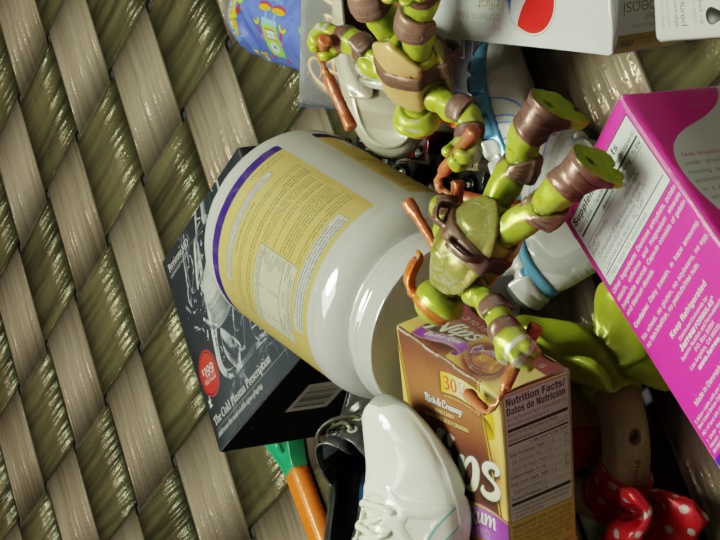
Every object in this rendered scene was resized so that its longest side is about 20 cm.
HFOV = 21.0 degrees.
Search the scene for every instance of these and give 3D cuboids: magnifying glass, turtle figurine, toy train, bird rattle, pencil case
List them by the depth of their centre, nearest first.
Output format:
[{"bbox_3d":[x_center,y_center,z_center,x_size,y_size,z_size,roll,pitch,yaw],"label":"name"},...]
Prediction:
[{"bbox_3d":[0.072,-0.027,1.127,0.161,0.064,0.200,-53,30,25],"label":"turtle figurine"},{"bbox_3d":[0.035,-0.131,1.228,0.200,0.064,0.161,43,160,36],"label":"turtle figurine"},{"bbox_3d":[0.160,0.104,1.252,0.163,0.112,0.201,-165,57,-71],"label":"bird rattle"},{"bbox_3d":[0.050,-0.082,1.433,0.200,0.034,0.046,16,98,60],"label":"toy train"},{"bbox_3d":[-0.028,-0.190,1.496,0.200,0.078,0.087,25,146,56],"label":"pencil case"},{"bbox_3d":[-0.062,0.156,1.700,0.080,0.022,0.200,-55,48,50],"label":"magnifying glass"}]

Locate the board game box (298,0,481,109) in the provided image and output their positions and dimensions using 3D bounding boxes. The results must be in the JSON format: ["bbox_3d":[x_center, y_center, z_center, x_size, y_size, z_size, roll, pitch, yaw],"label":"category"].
[{"bbox_3d":[0.026,-0.210,1.361,0.135,0.035,0.201,6,106,18],"label":"board game box"}]

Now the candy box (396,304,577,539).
[{"bbox_3d":[0.081,0.133,1.219,0.117,0.056,0.201,33,135,53],"label":"candy box"}]

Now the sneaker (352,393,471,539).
[{"bbox_3d":[0.026,0.176,1.203,0.070,0.080,0.201,11,116,64],"label":"sneaker"}]

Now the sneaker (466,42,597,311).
[{"bbox_3d":[0.127,-0.074,1.276,0.086,0.075,0.201,-21,62,22],"label":"sneaker"}]

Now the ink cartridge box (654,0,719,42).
[{"bbox_3d":[0.241,-0.184,1.030,0.200,0.068,0.116,6,102,60],"label":"ink cartridge box"}]

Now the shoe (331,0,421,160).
[{"bbox_3d":[0.008,-0.171,1.329,0.070,0.053,0.201,-1,104,20],"label":"shoe"}]

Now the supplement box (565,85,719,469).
[{"bbox_3d":[0.212,-0.001,1.089,0.200,0.101,0.103,63,146,32],"label":"supplement box"}]

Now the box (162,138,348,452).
[{"bbox_3d":[-0.064,0.022,1.584,0.200,0.104,0.183,-50,52,52],"label":"box"}]

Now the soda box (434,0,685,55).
[{"bbox_3d":[0.112,-0.178,1.233,0.200,0.068,0.064,14,112,50],"label":"soda box"}]

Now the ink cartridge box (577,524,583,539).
[{"bbox_3d":[0.091,0.251,1.390,0.200,0.075,0.165,-42,61,54],"label":"ink cartridge box"}]

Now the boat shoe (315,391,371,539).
[{"bbox_3d":[-0.001,0.133,1.329,0.070,0.066,0.201,-33,44,46],"label":"boat shoe"}]

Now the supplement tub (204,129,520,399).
[{"bbox_3d":[0.000,0.000,1.324,0.200,0.145,0.146,34,125,48],"label":"supplement tub"}]
